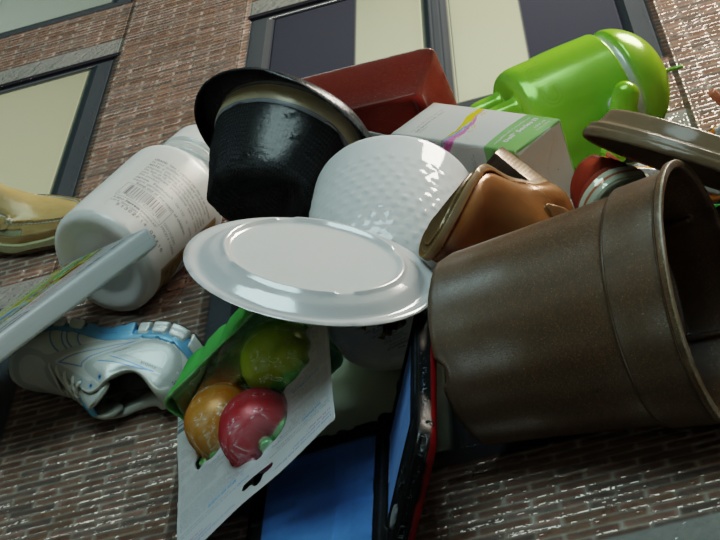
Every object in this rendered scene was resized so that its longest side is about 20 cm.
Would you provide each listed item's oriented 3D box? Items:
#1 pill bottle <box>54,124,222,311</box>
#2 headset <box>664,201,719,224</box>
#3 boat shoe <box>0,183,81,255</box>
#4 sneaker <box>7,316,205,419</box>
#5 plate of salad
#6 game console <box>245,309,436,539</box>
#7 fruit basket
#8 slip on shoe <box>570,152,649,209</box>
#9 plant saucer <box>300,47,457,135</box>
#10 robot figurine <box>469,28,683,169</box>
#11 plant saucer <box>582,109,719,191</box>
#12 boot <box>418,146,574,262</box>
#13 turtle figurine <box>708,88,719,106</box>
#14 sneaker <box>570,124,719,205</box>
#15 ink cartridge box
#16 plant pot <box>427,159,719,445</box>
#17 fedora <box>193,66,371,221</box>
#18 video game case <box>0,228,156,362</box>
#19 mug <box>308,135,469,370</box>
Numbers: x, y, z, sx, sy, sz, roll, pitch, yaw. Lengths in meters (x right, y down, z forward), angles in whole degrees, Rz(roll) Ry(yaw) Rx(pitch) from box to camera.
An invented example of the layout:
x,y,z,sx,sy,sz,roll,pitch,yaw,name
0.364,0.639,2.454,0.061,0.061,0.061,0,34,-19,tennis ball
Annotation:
x,y,z,sx,sy,sz,roll,pitch,yaw,name
-0.201,-0.058,1.991,0.114,0.115,0.200,1,32,33,pill bottle
0.284,-0.041,1.644,0.123,0.094,0.199,16,20,42,headset
-0.382,-0.062,2.153,0.199,0.076,0.072,-7,28,21,boat shoe
-0.237,0.093,1.780,0.199,0.075,0.087,-5,38,29,sneaker
-0.039,0.008,1.564,0.199,0.048,0.200,8,23,-3,plate of salad
-0.014,0.136,1.511,0.118,0.173,0.200,10,28,-4,game console
-0.079,0.114,1.587,0.185,0.094,0.200,-44,31,22,fruit basket
0.197,-0.062,1.644,0.061,0.074,0.200,34,12,9,slip on shoe
-0.001,-0.126,1.952,0.199,0.200,0.037,-12,60,10,plant saucer
0.207,-0.158,1.926,0.199,0.116,0.175,-24,15,-13,robot figurine
0.272,-0.086,1.583,0.199,0.030,0.200,20,2,-1,plant saucer
0.141,-0.018,1.650,0.074,0.155,0.200,-50,-4,34,boot
0.396,-0.146,1.773,0.199,0.065,0.161,16,15,-2,turtle figurine
0.262,-0.066,1.780,0.199,0.079,0.077,-23,4,-6,sneaker
0.103,-0.085,1.849,0.200,0.118,0.067,13,41,45,ink cartridge box
0.169,0.040,1.510,0.197,0.201,0.200,-15,25,24,plant pot
-0.082,-0.095,1.840,0.200,0.201,0.092,3,52,36,fedora
-0.296,0.039,1.817,0.200,0.023,0.182,-40,11,-32,video game case
0.000,0.000,1.725,0.199,0.148,0.176,-13,37,17,mug
